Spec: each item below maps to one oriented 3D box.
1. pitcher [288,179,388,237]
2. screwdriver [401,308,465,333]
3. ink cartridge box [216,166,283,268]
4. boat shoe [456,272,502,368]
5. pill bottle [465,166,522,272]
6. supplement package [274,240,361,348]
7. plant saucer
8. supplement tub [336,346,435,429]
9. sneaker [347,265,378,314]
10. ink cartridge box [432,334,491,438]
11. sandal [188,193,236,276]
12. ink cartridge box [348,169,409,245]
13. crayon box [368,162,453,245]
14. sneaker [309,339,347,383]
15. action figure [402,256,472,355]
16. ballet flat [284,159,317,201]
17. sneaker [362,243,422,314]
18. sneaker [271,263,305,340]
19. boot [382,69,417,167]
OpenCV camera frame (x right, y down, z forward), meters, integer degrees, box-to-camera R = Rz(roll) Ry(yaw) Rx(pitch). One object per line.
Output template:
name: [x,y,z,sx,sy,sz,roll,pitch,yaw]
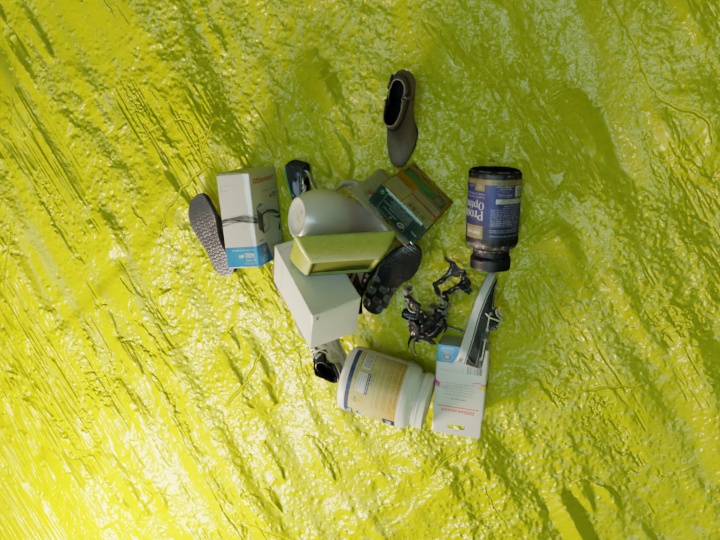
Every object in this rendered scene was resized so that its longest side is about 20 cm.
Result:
pitcher: [-0.054,-0.124,1.633,0.122,0.196,0.174,-54,45,41]
screwdriver: [0.184,0.125,1.728,0.196,0.028,0.029,21,137,5]
ink cartridge box: [-0.242,-0.120,1.730,0.084,0.146,0.206,-1,103,18]
boat shoe: [0.263,0.105,1.641,0.067,0.074,0.203,18,74,7]
pill bottle: [0.270,-0.106,1.596,0.109,0.112,0.206,5,104,15]
supplement package: [-0.095,0.040,1.661,0.202,0.114,0.119,58,154,34]
plant saucer: [-0.038,-0.028,1.545,0.194,0.200,0.049,-4,81,-9]
supplement tub: [0.059,0.262,1.729,0.195,0.144,0.148,15,107,13]
sneaker: [0.000,0.000,1.721,0.084,0.080,0.206,1,104,14]
ink cartridge box: [0.222,0.255,1.718,0.112,0.068,0.206,7,104,14]
sandal: [-0.345,-0.085,1.832,0.074,0.043,0.204,-10,109,26]
ink cartridge box: [0.056,-0.119,1.610,0.162,0.200,0.050,44,120,2]
crayon box: [0.107,-0.140,1.595,0.126,0.200,0.052,45,120,2]
sneaker: [-0.087,0.154,1.709,0.074,0.116,0.203,-28,100,9]
action figure: [0.151,0.078,1.665,0.201,0.119,0.102,-51,40,-4]
ballet flat: [-0.121,-0.145,1.731,0.071,0.073,0.206,-6,99,18]
sneaker: [0.072,-0.001,1.680,0.073,0.089,0.201,36,128,-4]
sneaker: [-0.128,0.061,1.786,0.087,0.075,0.203,-27,101,10]
boot: [0.075,-0.304,1.590,0.068,0.146,0.205,8,105,12]
